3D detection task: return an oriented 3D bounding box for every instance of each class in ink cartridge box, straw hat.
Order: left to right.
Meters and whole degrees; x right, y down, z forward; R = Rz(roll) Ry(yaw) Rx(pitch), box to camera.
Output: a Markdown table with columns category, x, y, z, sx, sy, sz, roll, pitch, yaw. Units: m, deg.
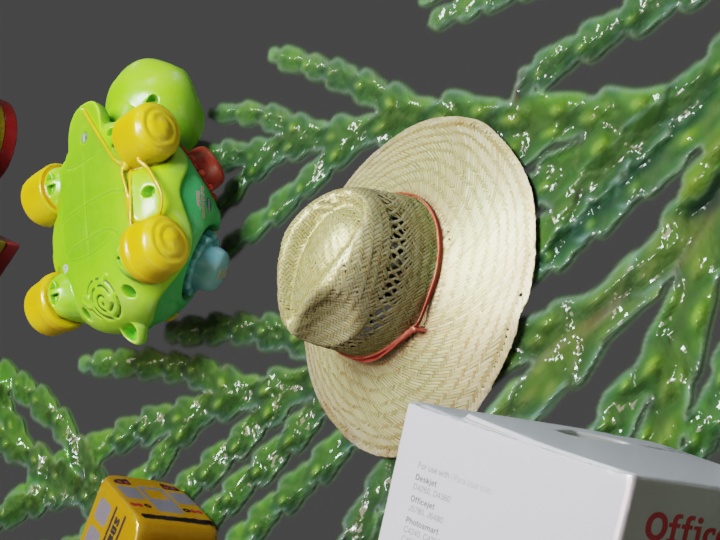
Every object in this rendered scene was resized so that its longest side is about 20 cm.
| category | x | y | z | sx | sy | sz | roll | pitch | yaw |
| --- | --- | --- | --- | --- | --- | --- | --- | --- | --- |
| straw hat | 0.000 | 0.000 | 1.052 | 0.200 | 0.085 | 0.203 | -15 | 70 | 46 |
| ink cartridge box | 0.095 | 0.177 | 0.850 | 0.145 | 0.146 | 0.202 | 14 | 92 | 50 |

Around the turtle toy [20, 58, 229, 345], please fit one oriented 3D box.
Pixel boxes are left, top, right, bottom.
| category | x | y | z | sx | sy | sz | roll | pitch | yaw |
| --- | --- | --- | --- | --- | --- | --- | --- | --- | --- |
| turtle toy | -0.142 | -0.047 | 1.216 | 0.145 | 0.101 | 0.202 | -25 | 62 | 43 |

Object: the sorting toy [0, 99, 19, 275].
| category | x | y | z | sx | sy | sz | roll | pitch | yaw |
| --- | --- | --- | --- | --- | --- | --- | --- | --- | --- |
| sorting toy | -0.334 | -0.043 | 1.463 | 0.198 | 0.069 | 0.202 | -22 | 64 | 44 |

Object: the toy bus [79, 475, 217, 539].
| category | x | y | z | sx | sy | sz | roll | pitch | yaw |
| --- | --- | --- | --- | --- | --- | --- | --- | --- | --- |
| toy bus | -0.158 | 0.238 | 1.191 | 0.078 | 0.065 | 0.201 | 35 | 107 | 48 |
